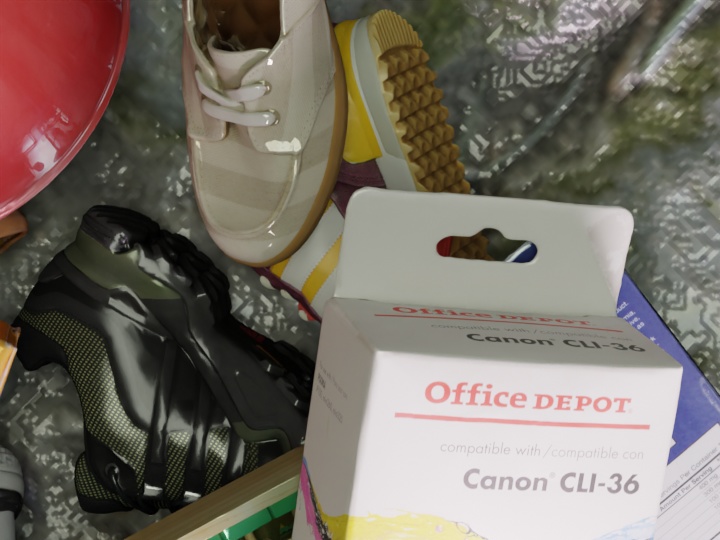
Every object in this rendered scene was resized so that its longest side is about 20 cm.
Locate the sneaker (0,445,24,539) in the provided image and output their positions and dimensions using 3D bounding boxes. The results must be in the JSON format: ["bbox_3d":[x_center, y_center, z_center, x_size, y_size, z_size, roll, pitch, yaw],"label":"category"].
[{"bbox_3d":[-0.224,0.128,0.930,0.200,0.075,0.115,-4,61,-15],"label":"sneaker"}]

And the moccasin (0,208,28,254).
[{"bbox_3d":[-0.222,0.027,0.965,0.201,0.074,0.078,-38,83,-8],"label":"moccasin"}]

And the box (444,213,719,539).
[{"bbox_3d":[0.087,0.081,0.930,0.121,0.032,0.200,-39,113,-1],"label":"box"}]

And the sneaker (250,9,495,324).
[{"bbox_3d":[0.000,0.000,0.967,0.090,0.075,0.200,-11,97,23],"label":"sneaker"}]

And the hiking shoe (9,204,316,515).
[{"bbox_3d":[-0.061,0.071,0.970,0.101,0.076,0.200,-45,84,13],"label":"hiking shoe"}]

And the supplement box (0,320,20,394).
[{"bbox_3d":[-0.229,0.018,0.894,0.200,0.067,0.069,18,94,-7],"label":"supplement box"}]

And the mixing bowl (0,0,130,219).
[{"bbox_3d":[-0.194,-0.115,0.909,0.200,0.108,0.200,-1,72,3],"label":"mixing bowl"}]

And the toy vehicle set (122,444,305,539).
[{"bbox_3d":[-0.080,0.166,0.904,0.200,0.027,0.124,-28,108,-9],"label":"toy vehicle set"}]

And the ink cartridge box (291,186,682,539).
[{"bbox_3d":[0.042,0.077,0.863,0.116,0.067,0.200,3,105,-17],"label":"ink cartridge box"}]

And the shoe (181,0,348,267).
[{"bbox_3d":[-0.044,-0.101,0.903,0.070,0.053,0.200,4,92,34],"label":"shoe"}]
